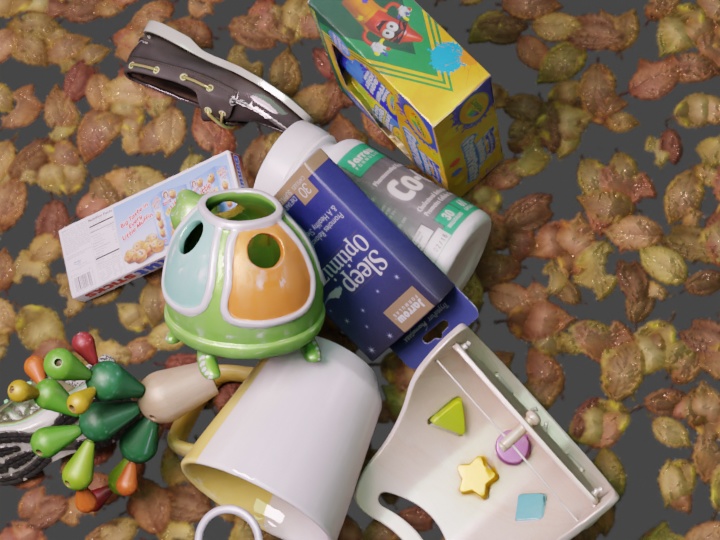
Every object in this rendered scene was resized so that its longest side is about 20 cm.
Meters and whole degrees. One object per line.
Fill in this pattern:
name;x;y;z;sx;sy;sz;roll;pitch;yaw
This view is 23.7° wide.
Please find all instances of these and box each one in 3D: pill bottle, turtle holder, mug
pill bottle;0.008;-0.049;1.562;0.200;0.113;0.113;30;79;14
turtle holder;-0.100;-0.004;1.470;0.141;0.186;0.132;-1;115;1
mug;-0.072;0.133;1.504;0.186;0.149;0.153;26;69;7

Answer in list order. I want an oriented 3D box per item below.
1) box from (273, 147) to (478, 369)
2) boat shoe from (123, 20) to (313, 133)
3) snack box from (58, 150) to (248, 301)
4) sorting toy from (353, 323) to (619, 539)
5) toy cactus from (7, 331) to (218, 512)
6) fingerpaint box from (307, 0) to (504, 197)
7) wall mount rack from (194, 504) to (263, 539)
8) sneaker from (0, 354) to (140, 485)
box;0.000;0.000;1.500;0.200;0.121;0.032;44;48;-1
boat shoe;-0.137;-0.170;1.644;0.201;0.072;0.061;30;82;22
snack box;-0.191;-0.040;1.595;0.200;0.024;0.072;-23;69;23
sorting toy;0.095;0.182;1.492;0.180;0.107;0.200;-42;76;3
toy cactus;-0.205;0.120;1.480;0.165;0.200;0.102;-21;37;-5
fingerpaint box;0.044;-0.168;1.549;0.073;0.200;0.167;-42;73;-6
wall mount rack;-0.153;0.302;1.475;0.173;0.075;0.201;1;87;16
sneaker;-0.300;0.133;1.582;0.200;0.077;0.089;-17;41;3
